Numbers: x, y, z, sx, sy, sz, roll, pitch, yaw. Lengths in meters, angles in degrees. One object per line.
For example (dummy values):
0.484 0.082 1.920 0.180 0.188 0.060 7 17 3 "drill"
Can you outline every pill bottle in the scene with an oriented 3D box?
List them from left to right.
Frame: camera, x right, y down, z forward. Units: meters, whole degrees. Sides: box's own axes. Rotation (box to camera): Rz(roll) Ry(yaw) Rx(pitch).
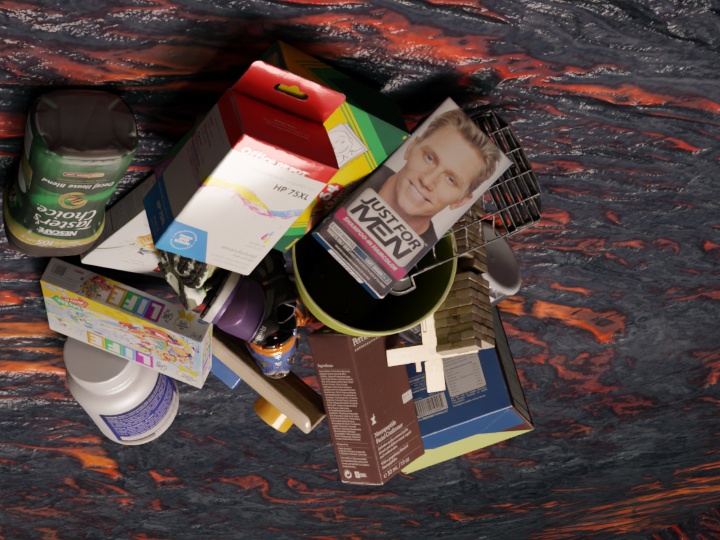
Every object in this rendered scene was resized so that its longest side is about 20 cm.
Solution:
-0.307 0.136 1.889 0.119 0.120 0.200 -14 156 -1 "pill bottle"
0.099 0.026 1.903 0.200 0.107 0.106 -31 150 33 "pill bottle"

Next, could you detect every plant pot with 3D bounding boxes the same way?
0.000 0.000 1.739 0.186 0.188 0.200 -9 169 -12 "plant pot"

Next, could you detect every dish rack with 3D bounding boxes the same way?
0.091 -0.080 1.624 0.199 0.154 0.055 -24 174 -3 "dish rack"

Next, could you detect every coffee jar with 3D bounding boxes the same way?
-0.291 -0.090 1.470 0.104 0.086 0.200 -2 153 -25 "coffee jar"

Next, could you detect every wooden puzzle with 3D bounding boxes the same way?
-0.127 0.136 1.856 0.046 0.185 0.200 -50 176 4 "wooden puzzle"

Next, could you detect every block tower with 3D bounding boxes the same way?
0.116 0.001 1.749 0.054 0.201 0.058 -14 158 30 "block tower"

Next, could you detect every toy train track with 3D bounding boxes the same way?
0.083 0.055 1.836 0.114 0.033 0.201 -8 117 -4 "toy train track"

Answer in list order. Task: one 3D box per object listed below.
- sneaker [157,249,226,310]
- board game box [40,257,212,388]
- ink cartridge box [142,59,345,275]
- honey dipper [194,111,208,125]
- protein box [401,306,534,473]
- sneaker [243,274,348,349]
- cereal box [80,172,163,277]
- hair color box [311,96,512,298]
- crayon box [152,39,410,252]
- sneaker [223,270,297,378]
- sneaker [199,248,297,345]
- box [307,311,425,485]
-0.167 -0.025 1.607 0.088 0.077 0.200 -36 176 -17 "sneaker"
-0.270 0.062 1.735 0.199 0.034 0.135 21 153 5 "board game box"
-0.104 -0.095 1.418 0.116 0.067 0.200 17 129 -36 "ink cartridge box"
-0.095 -0.129 1.561 0.038 0.038 0.199 -31 147 31 "honey dipper"
0.104 0.140 2.028 0.197 0.201 0.135 -20 155 12 "protein box"
-0.084 0.066 1.875 0.199 0.113 0.078 4 149 -35 "sneaker"
-0.198 -0.057 1.644 0.143 0.040 0.200 12 144 -44 "cereal box"
0.053 -0.076 1.558 0.200 0.100 0.061 -46 -175 -5 "hair color box"
-0.080 -0.119 1.503 0.172 0.059 0.200 20 127 -43 "crayon box"
-0.118 0.049 1.732 0.075 0.201 0.079 -6 129 -6 "sneaker"
-0.110 0.021 1.667 0.087 0.200 0.076 33 122 -5 "sneaker"
0.009 0.157 1.869 0.075 0.201 0.100 -4 -164 40 "box"
